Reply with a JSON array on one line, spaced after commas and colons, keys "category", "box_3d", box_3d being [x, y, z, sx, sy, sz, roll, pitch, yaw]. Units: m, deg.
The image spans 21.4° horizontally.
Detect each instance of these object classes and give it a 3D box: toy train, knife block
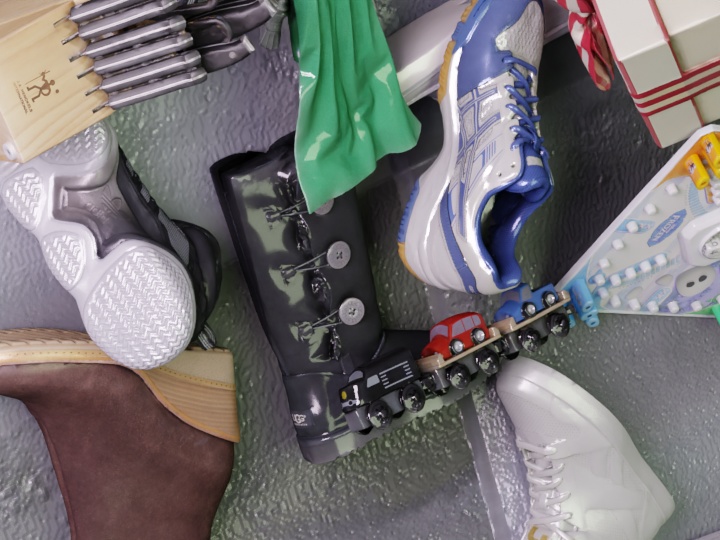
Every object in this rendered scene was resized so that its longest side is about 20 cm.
[{"category": "toy train", "box_3d": [0.064, 0.051, 1.222, 0.199, 0.034, 0.046, -24, 90, -36]}, {"category": "knife block", "box_3d": [-0.148, -0.127, 1.032, 0.175, 0.199, 0.064, -34, 114, -30]}]

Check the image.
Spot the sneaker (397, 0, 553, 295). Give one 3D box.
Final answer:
[{"category": "sneaker", "box_3d": [0.093, -0.081, 1.194, 0.075, 0.088, 0.202, 7, 98, -45]}]

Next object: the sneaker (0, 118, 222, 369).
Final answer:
[{"category": "sneaker", "box_3d": [-0.147, -0.033, 1.119, 0.075, 0.114, 0.201, -31, 81, 12]}]

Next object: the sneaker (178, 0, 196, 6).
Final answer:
[{"category": "sneaker", "box_3d": [-0.101, -0.241, 1.084, 0.075, 0.113, 0.202, 5, 94, -33]}]

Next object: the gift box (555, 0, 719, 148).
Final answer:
[{"category": "gift box", "box_3d": [0.208, -0.207, 1.200, 0.185, 0.202, 0.185, -23, 154, 11]}]

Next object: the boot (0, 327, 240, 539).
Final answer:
[{"category": "boot", "box_3d": [-0.159, 0.123, 1.133, 0.199, 0.072, 0.168, 8, 91, -38]}]

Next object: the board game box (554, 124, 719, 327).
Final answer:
[{"category": "board game box", "box_3d": [0.259, -0.021, 1.339, 0.198, 0.200, 0.026, 3, 51, -34]}]

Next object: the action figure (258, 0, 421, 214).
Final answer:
[{"category": "action figure", "box_3d": [-0.024, -0.150, 1.122, 0.118, 0.054, 0.202, -43, 131, -44]}]

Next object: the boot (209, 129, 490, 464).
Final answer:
[{"category": "boot", "box_3d": [-0.001, 0.000, 1.235, 0.164, 0.065, 0.202, -26, 104, -36]}]

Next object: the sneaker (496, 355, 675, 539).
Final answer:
[{"category": "sneaker", "box_3d": [0.140, 0.158, 1.340, 0.200, 0.073, 0.116, 48, 68, -31]}]

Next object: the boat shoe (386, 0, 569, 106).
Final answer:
[{"category": "boat shoe", "box_3d": [0.073, -0.144, 1.259, 0.200, 0.072, 0.069, -39, 114, -34]}]

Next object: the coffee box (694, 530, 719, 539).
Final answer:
[{"category": "coffee box", "box_3d": [0.368, 0.305, 1.439, 0.198, 0.199, 0.200, -13, 105, -31]}]
